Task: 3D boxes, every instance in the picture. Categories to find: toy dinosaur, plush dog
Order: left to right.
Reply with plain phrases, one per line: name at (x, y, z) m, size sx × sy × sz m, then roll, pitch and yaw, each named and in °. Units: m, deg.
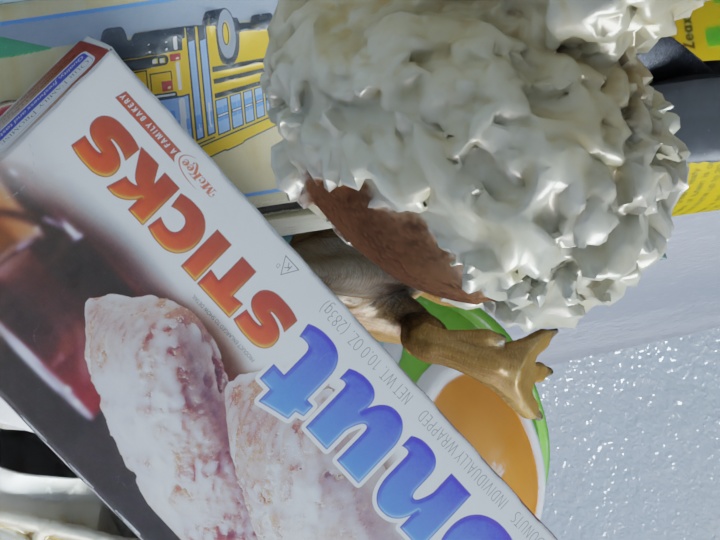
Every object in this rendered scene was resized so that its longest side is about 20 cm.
toy dinosaur at (0.000, 0.000, 0.749) m, size 0.106 × 0.061 × 0.200 m, roll 14°, pitch -168°, yaw 25°
plush dog at (0.057, -0.107, 0.488) m, size 0.171 × 0.200 × 0.161 m, roll -5°, pitch -148°, yaw 39°

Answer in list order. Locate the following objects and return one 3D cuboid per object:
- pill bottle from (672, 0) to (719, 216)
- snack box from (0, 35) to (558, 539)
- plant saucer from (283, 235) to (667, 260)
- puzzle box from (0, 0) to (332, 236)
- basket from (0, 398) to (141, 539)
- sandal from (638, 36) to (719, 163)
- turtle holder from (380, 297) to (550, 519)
pill bottle at (0.069, -0.069, 0.904) m, size 0.199 × 0.111 × 0.111 m, roll -8°, pitch 172°, yaw -23°
snack box at (-0.022, 0.041, 0.667) m, size 0.072 × 0.200 × 0.024 m, roll -45°, pitch -156°, yaw -6°
plant saucer at (0.010, -0.018, 1.016) m, size 0.199 × 0.028 × 0.200 m, roll 1°, pitch 180°, yaw 0°
puzzle box at (-0.051, -0.068, 0.652) m, size 0.199 × 0.133 × 0.025 m, roll -10°, pitch -159°, yaw -13°
basket at (-0.093, 0.043, 0.775) m, size 0.135 × 0.124 × 0.200 m, roll 16°, pitch -163°, yaw -19°
sandal at (0.060, -0.052, 0.755) m, size 0.200 × 0.043 × 0.076 m, roll -5°, pitch -167°, yaw -24°
turtle holder at (-0.033, 0.068, 0.927) m, size 0.185 × 0.141 × 0.132 m, roll 15°, pitch -153°, yaw 3°
